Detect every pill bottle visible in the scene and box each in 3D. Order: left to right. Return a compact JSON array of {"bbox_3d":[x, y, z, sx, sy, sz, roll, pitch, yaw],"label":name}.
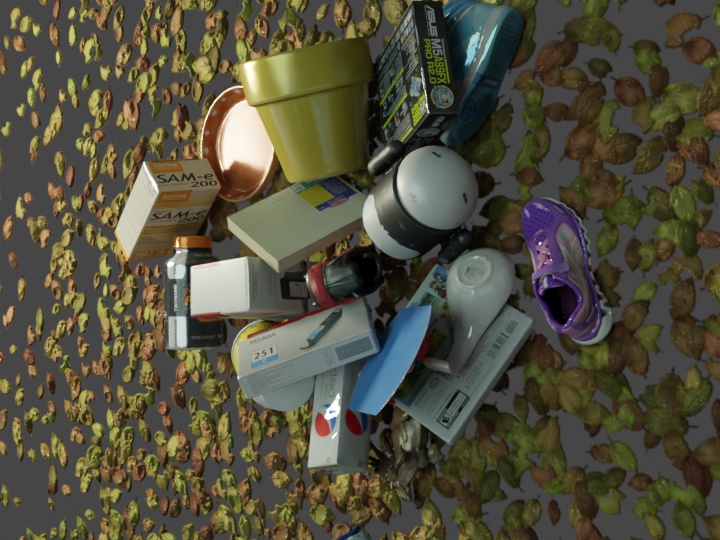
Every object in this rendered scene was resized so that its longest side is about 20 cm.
[{"bbox_3d":[-0.299,0.038,1.683,0.106,0.106,0.202,-1,90,42],"label":"pill bottle"},{"bbox_3d":[-0.134,0.150,1.477,0.200,0.111,0.114,-150,67,-71],"label":"pill bottle"}]

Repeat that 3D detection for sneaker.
[{"bbox_3d":[0.000,0.000,1.362,0.097,0.200,0.071,-19,93,24],"label":"sneaker"},{"bbox_3d":[0.132,-0.283,1.306,0.130,0.079,0.201,34,103,35],"label":"sneaker"},{"bbox_3d":[0.249,-0.002,1.195,0.080,0.088,0.202,-32,69,39],"label":"sneaker"}]

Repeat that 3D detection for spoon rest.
[{"bbox_3d":[0.144,0.054,1.272,0.099,0.061,0.201,11,62,32],"label":"spoon rest"}]

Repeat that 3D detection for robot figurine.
[{"bbox_3d":[0.081,-0.091,1.308,0.200,0.149,0.126,-40,36,57],"label":"robot figurine"}]

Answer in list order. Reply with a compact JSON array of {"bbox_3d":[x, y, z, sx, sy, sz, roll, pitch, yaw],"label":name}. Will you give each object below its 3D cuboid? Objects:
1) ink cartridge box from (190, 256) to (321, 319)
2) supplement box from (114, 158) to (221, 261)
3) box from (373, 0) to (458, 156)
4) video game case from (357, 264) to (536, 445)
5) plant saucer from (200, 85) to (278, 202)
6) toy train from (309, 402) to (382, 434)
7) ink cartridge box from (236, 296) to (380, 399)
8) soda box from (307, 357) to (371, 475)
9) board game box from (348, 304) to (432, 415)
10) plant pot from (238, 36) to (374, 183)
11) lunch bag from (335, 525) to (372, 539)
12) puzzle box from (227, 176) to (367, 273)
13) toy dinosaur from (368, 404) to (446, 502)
[{"bbox_3d":[-0.145,0.031,1.481,0.144,0.199,0.084,-8,82,43],"label":"ink cartridge box"},{"bbox_3d":[-0.348,-0.107,1.690,0.074,0.125,0.200,61,138,24],"label":"supplement box"},{"bbox_3d":[0.073,-0.254,1.308,0.200,0.044,0.162,135,129,-70],"label":"box"},{"bbox_3d":[0.116,0.111,1.302,0.182,0.022,0.201,31,83,38],"label":"video game case"},{"bbox_3d":[-0.206,-0.220,1.645,0.199,0.032,0.202,0,91,42],"label":"plant saucer"},{"bbox_3d":[0.004,0.180,1.449,0.199,0.055,0.152,-11,65,49],"label":"toy train"},{"bbox_3d":[-0.080,0.090,1.361,0.177,0.198,0.045,-106,-5,-62],"label":"ink cartridge box"},{"bbox_3d":[-0.026,0.193,1.382,0.068,0.063,0.202,-19,60,45],"label":"soda box"},{"bbox_3d":[0.053,0.126,1.248,0.159,0.039,0.200,-61,12,-12],"label":"board game box"},{"bbox_3d":[-0.068,-0.238,1.423,0.200,0.200,0.191,-1,106,42],"label":"plant pot"},{"bbox_3d":[-0.009,0.524,1.422,0.170,0.127,0.201,40,129,32],"label":"lunch bag"},{"bbox_3d":[-0.084,-0.080,1.433,0.133,0.199,0.026,39,144,36],"label":"puzzle box"},{"bbox_3d":[0.069,0.239,1.373,0.135,0.085,0.202,180,106,-73],"label":"toy dinosaur"}]
